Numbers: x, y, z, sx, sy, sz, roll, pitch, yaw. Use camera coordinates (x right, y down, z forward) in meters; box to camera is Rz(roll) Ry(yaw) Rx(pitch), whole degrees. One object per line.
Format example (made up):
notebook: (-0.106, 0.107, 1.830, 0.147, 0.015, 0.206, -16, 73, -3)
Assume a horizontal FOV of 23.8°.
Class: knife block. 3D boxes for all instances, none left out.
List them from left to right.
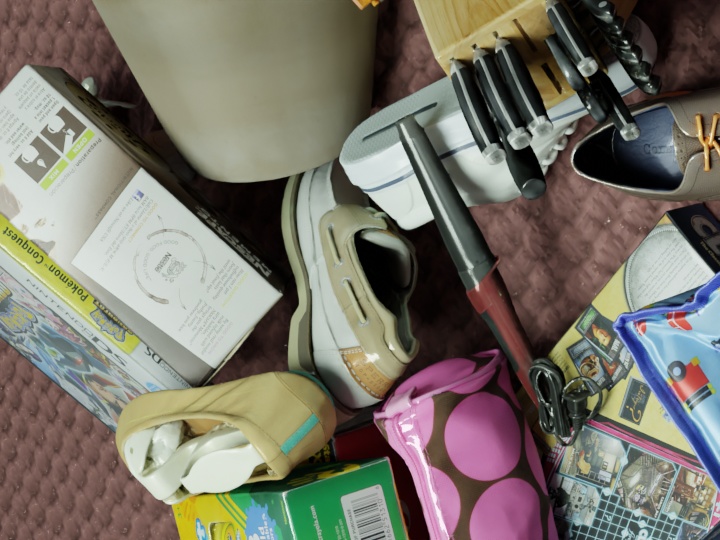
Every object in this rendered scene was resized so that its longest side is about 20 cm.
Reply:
knife block: (0.066, -0.114, 0.874, 0.200, 0.176, 0.064, 6, 145, 45)

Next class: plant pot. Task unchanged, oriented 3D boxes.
plant pot: (-0.068, -0.155, 1.011, 0.200, 0.200, 0.174, 17, 129, 42)

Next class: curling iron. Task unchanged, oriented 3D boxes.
curling iron: (0.074, 0.004, 0.927, 0.050, 0.026, 0.201, -27, 92, 56)

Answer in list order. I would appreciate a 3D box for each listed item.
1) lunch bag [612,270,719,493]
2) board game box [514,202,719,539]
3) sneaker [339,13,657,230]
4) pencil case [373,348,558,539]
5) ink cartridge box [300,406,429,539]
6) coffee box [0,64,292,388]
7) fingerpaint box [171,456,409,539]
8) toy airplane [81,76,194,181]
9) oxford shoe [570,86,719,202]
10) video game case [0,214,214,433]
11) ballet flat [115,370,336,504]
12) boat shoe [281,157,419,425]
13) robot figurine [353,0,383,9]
lunch bag: (0.228, 0.082, 0.770, 0.094, 0.150, 0.201, -34, 76, 45)
board game box: (0.160, 0.081, 0.926, 0.136, 0.035, 0.200, 54, 133, 22)
sneaker: (0.084, -0.081, 0.947, 0.200, 0.073, 0.071, -20, 126, 36)
pencil case: (0.066, 0.149, 0.950, 0.091, 0.093, 0.201, -16, 92, 53)
ink cartridge box: (0.001, 0.192, 1.088, 0.175, 0.084, 0.201, -9, 93, 47)
coffee box: (-0.141, -0.029, 1.034, 0.200, 0.113, 0.080, 42, 94, -3)
fingerpaint box: (-0.027, 0.215, 0.980, 0.167, 0.073, 0.201, -15, 89, 62)
toy airplane: (-0.174, -0.043, 1.188, 0.201, 0.141, 0.199, 62, 172, -3)
oxford shoe: (0.192, -0.060, 0.827, 0.200, 0.073, 0.072, -8, 95, 47)
video game case: (-0.201, 0.042, 1.168, 0.181, 0.026, 0.200, 41, 157, -10)
ballet flat: (-0.094, 0.100, 0.969, 0.069, 0.063, 0.200, 49, 142, -15)
boat shoe: (0.000, 0.000, 1.009, 0.068, 0.075, 0.200, -31, 41, 23)
robot figurine: (0.044, -0.231, 0.848, 0.200, 0.058, 0.145, -41, 95, 15)
